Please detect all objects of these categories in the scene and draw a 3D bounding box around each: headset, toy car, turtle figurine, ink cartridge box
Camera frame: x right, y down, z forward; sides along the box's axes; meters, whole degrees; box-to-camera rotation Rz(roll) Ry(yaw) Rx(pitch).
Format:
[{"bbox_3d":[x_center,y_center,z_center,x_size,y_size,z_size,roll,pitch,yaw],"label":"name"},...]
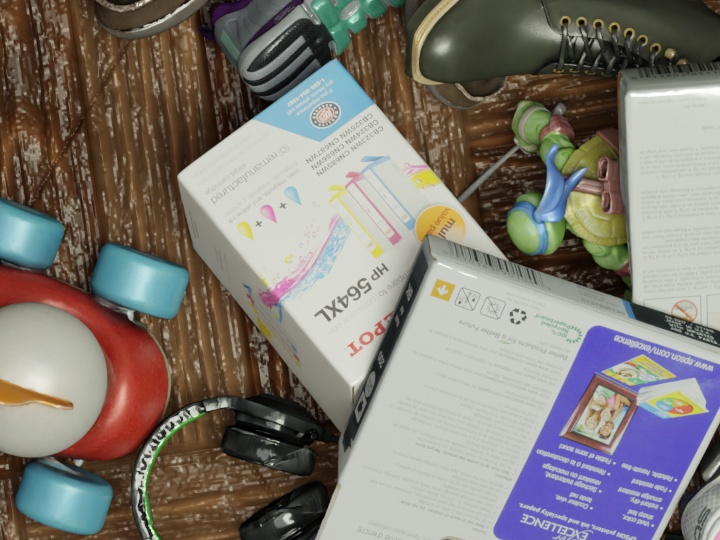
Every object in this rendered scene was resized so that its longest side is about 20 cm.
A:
[{"bbox_3d":[-0.047,0.135,1.534,0.199,0.094,0.124,-11,88,-10],"label":"headset"},{"bbox_3d":[-0.218,0.060,1.502,0.176,0.200,0.185,21,92,7],"label":"toy car"},{"bbox_3d":[0.162,-0.050,1.521,0.193,0.200,0.144,-26,56,-16],"label":"turtle figurine"},{"bbox_3d":[0.000,0.000,1.481,0.128,0.125,0.200,-37,72,-12],"label":"ink cartridge box"},{"bbox_3d":[0.094,0.099,1.396,0.197,0.043,0.201,18,113,-12],"label":"ink cartridge box"},{"bbox_3d":[0.233,-0.023,1.396,0.161,0.050,0.201,-4,114,1],"label":"ink cartridge box"}]

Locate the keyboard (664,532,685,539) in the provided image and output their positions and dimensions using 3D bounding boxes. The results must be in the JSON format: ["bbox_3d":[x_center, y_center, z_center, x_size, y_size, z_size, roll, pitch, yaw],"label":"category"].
[{"bbox_3d":[0.215,0.266,1.488,0.020,0.127,0.201,-3,88,-18],"label":"keyboard"}]

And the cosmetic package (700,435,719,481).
[{"bbox_3d":[0.345,0.110,1.472,0.199,0.123,0.200,40,94,6],"label":"cosmetic package"}]

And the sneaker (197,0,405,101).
[{"bbox_3d":[-0.014,-0.200,1.549,0.200,0.075,0.088,-39,51,-10],"label":"sneaker"}]

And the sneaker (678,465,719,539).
[{"bbox_3d":[0.262,0.108,1.387,0.199,0.087,0.074,-35,112,-13],"label":"sneaker"}]

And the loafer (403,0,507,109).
[{"bbox_3d":[0.074,-0.192,1.500,0.071,0.073,0.201,21,124,40],"label":"loafer"}]

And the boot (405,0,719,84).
[{"bbox_3d":[0.141,-0.136,1.447,0.199,0.078,0.138,-23,45,-25],"label":"boot"}]

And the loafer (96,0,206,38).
[{"bbox_3d":[-0.106,-0.238,1.540,0.200,0.071,0.073,-49,51,-2],"label":"loafer"}]
